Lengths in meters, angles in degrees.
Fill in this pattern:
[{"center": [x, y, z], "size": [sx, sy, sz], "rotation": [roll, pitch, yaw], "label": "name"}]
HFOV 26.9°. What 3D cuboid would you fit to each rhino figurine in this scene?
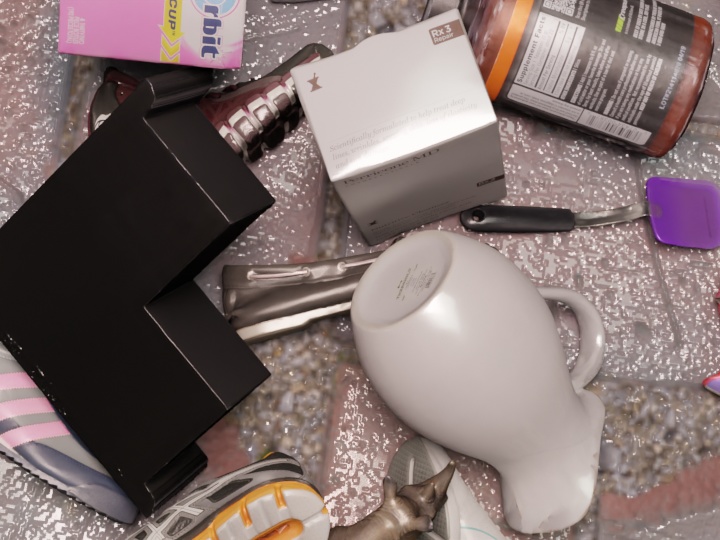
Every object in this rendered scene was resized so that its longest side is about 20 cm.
[{"center": [-0.008, 0.194, 0.961], "size": [0.200, 0.087, 0.060], "rotation": [-45, 68, 7], "label": "rhino figurine"}]

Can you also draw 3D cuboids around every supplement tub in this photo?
[{"center": [0.141, -0.160, 1.069], "size": [0.199, 0.107, 0.108], "rotation": [20, 77, -1], "label": "supplement tub"}]

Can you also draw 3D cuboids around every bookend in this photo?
[{"center": [-0.119, 0.011, 0.958], "size": [0.200, 0.092, 0.199], "rotation": [-42, 87, 22], "label": "bookend"}]

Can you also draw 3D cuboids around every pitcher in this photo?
[{"center": [0.091, 0.049, 0.990], "size": [0.200, 0.121, 0.172], "rotation": [47, 50, -32], "label": "pitcher"}]

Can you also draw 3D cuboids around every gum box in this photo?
[{"center": [-0.132, -0.181, 1.002], "size": [0.113, 0.200, 0.067], "rotation": [4, 104, -5], "label": "gum box"}]

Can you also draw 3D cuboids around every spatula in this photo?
[{"center": [0.170, -0.039, 1.089], "size": [0.198, 0.021, 0.057], "rotation": [-3, 66, -4], "label": "spatula"}]

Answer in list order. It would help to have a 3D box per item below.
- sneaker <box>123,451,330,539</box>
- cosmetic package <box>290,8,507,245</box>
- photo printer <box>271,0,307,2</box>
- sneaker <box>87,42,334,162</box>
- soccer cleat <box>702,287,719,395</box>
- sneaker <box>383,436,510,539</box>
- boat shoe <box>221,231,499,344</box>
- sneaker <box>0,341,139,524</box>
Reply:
[{"center": [-0.110, 0.182, 0.955], "size": [0.199, 0.077, 0.079], "rotation": [-25, 115, 5], "label": "sneaker"}, {"center": [0.031, -0.087, 0.983], "size": [0.112, 0.200, 0.082], "rotation": [-20, 79, 5], "label": "cosmetic package"}, {"center": [0.010, -0.257, 1.027], "size": [0.165, 0.200, 0.070], "rotation": [-11, 79, -9], "label": "photo printer"}, {"center": [-0.119, -0.117, 1.049], "size": [0.200, 0.076, 0.116], "rotation": [-43, 82, -12], "label": "sneaker"}, {"center": [0.292, -0.001, 1.074], "size": [0.073, 0.068, 0.202], "rotation": [9, 80, 0], "label": "soccer cleat"}, {"center": [0.078, 0.205, 1.012], "size": [0.080, 0.070, 0.201], "rotation": [-6, 64, -41], "label": "sneaker"}, {"center": [0.000, 0.000, 1.040], "size": [0.198, 0.067, 0.057], "rotation": [-15, 85, -6], "label": "boat shoe"}, {"center": [-0.214, 0.086, 0.996], "size": [0.199, 0.070, 0.082], "rotation": [37, 79, 1], "label": "sneaker"}]
